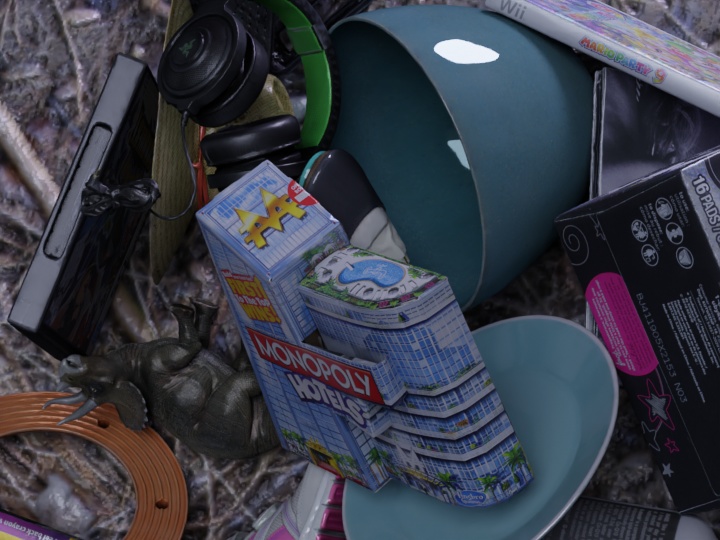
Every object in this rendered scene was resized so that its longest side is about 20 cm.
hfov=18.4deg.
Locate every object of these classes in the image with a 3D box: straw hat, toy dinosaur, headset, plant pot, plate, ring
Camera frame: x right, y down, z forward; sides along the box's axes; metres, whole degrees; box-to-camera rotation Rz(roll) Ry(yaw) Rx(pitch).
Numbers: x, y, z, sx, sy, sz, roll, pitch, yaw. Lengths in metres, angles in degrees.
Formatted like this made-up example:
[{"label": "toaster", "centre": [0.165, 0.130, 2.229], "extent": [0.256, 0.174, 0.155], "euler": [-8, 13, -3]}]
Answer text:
[{"label": "straw hat", "centre": [-0.085, -0.087, 1.461], "extent": [0.085, 0.201, 0.202], "euler": [5, 78, 0]}, {"label": "toy dinosaur", "centre": [-0.100, 0.082, 1.491], "extent": [0.199, 0.077, 0.103], "euler": [22, 98, -1]}, {"label": "headset", "centre": [-0.089, -0.095, 1.368], "extent": [0.094, 0.124, 0.200], "euler": [-7, 30, 39]}, {"label": "plant pot", "centre": [0.078, -0.088, 1.437], "extent": [0.134, 0.200, 0.201], "euler": [-23, 71, -24]}, {"label": "plate", "centre": [0.076, 0.114, 1.360], "extent": [0.200, 0.026, 0.201], "euler": [-26, 37, 22]}, {"label": "ring", "centre": [-0.212, 0.157, 1.462], "extent": [0.199, 0.019, 0.201], "euler": [2, 44, -2]}]

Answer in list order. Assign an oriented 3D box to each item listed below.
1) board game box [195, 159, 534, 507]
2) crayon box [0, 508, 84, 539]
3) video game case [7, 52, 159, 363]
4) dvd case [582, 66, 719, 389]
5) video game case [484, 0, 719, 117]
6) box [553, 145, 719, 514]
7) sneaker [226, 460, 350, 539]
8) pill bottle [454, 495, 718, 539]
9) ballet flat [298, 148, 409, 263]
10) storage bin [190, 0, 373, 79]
[{"label": "board game box", "centre": [-0.010, 0.039, 1.323], "extent": [0.062, 0.200, 0.200], "euler": [-39, 30, -22]}, {"label": "crayon box", "centre": [-0.277, 0.240, 1.489], "extent": [0.199, 0.058, 0.173], "euler": [18, 83, 14]}, {"label": "video game case", "centre": [-0.171, -0.033, 1.456], "extent": [0.025, 0.200, 0.181], "euler": [21, 82, 4]}, {"label": "dvd case", "centre": [0.206, -0.018, 1.417], "extent": [0.016, 0.148, 0.201], "euler": [-14, 69, 55]}, {"label": "video game case", "centre": [0.190, -0.139, 1.435], "extent": [0.199, 0.143, 0.018], "euler": [27, 107, 16]}, {"label": "box", "centre": [0.230, 0.027, 1.332], "extent": [0.114, 0.132, 0.201], "euler": [-25, 92, -33]}, {"label": "sneaker", "centre": [-0.057, 0.190, 1.439], "extent": [0.088, 0.081, 0.201], "euler": [21, 80, 30]}, {"label": "pill bottle", "centre": [0.157, 0.201, 1.377], "extent": [0.199, 0.116, 0.116], "euler": [8, 79, 14]}, {"label": "ballet flat", "centre": [0.000, 0.000, 1.419], "extent": [0.073, 0.200, 0.073], "euler": [0, 53, 0]}, {"label": "storage bin", "centre": [-0.045, -0.239, 1.463], "extent": [0.094, 0.200, 0.135], "euler": [39, 64, 18]}]
